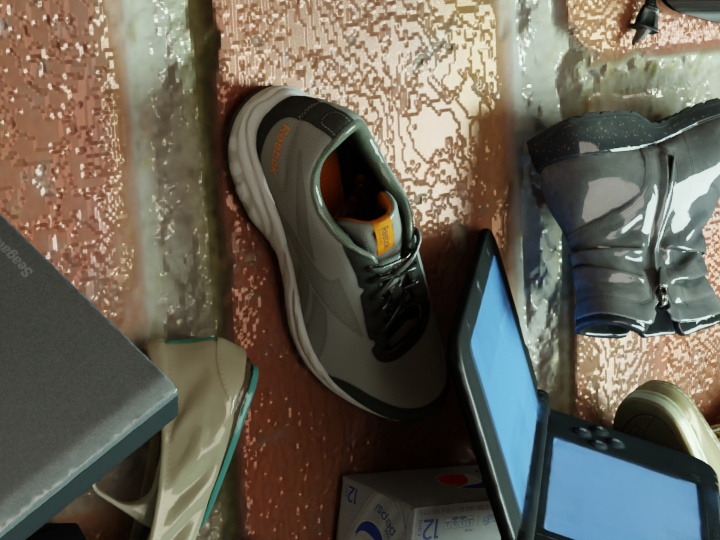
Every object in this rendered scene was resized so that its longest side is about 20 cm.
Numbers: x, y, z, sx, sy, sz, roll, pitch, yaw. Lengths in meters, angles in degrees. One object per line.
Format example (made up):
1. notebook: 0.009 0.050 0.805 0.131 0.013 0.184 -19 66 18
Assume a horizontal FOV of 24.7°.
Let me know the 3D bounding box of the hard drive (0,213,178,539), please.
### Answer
1. hard drive: -0.194 0.069 0.674 0.200 0.140 0.033 -39 158 -25

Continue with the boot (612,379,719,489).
1. boot: 0.245 0.103 1.050 0.155 0.072 0.200 -47 128 -21

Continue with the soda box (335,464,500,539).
1. soda box: 0.083 0.148 0.934 0.200 0.068 0.064 1 99 -38

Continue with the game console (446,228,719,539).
1. game console: 0.122 0.080 0.858 0.175 0.200 0.117 18 111 3

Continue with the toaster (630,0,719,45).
1. toaster: 0.272 -0.225 0.981 0.180 0.119 0.201 1 98 -37

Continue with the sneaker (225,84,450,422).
1. sneaker: 0.000 0.000 0.838 0.074 0.079 0.200 -41 121 -27

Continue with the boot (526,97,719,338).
1. boot: 0.191 -0.027 0.961 0.199 0.070 0.132 -10 79 -25

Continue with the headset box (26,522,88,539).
1. headset box: -0.152 0.225 0.710 0.077 0.149 0.201 2 96 -20

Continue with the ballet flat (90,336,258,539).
1. ballet flat: -0.105 0.127 0.798 0.069 0.069 0.201 17 86 -38
